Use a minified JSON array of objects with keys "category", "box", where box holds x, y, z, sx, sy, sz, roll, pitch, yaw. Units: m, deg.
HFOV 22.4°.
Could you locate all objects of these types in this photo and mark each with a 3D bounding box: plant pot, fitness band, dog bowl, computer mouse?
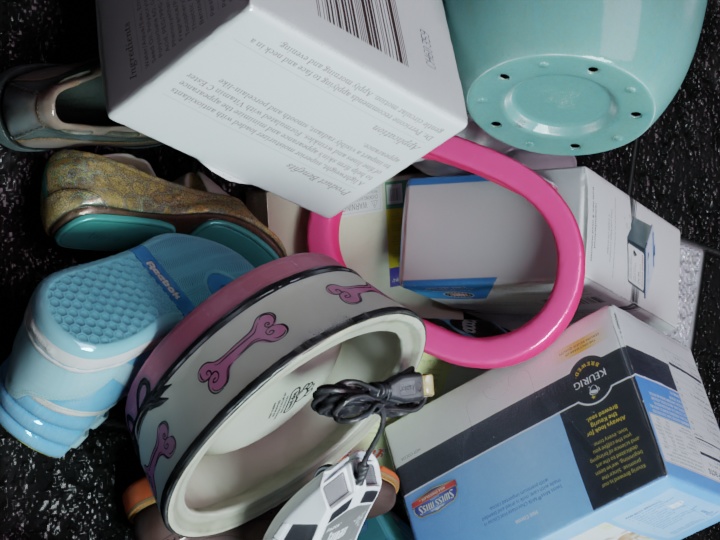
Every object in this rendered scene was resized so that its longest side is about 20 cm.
[{"category":"plant pot","box":[0.137,-0.176,1.204,0.200,0.199,0.162,33,54,-41]},{"category":"fitness band","box":[0.058,-0.017,1.237,0.145,0.199,0.037,-66,162,-2]},{"category":"dog bowl","box":[-0.058,0.071,1.116,0.199,0.074,0.201,-34,157,-17]},{"category":"computer mouse","box":[-0.024,0.142,1.131,0.109,0.044,0.201,-15,135,-57]}]

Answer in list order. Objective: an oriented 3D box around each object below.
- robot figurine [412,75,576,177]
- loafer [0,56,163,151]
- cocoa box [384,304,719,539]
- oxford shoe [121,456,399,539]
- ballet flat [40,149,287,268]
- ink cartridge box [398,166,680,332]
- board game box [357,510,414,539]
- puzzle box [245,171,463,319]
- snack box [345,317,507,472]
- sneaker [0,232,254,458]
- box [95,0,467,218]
[{"category":"robot figurine","box":[0.096,-0.133,1.356,0.199,0.113,0.170,-15,68,-44]},{"category":"loafer","box":[-0.141,-0.110,1.155,0.199,0.063,0.073,-18,105,-43]},{"category":"cocoa box","box":[0.142,0.138,1.268,0.133,0.199,0.132,24,43,-50]},{"category":"oxford shoe","box":[-0.060,0.171,1.213,0.198,0.071,0.073,-4,60,-26]},{"category":"ballet flat","box":[-0.126,-0.038,1.180,0.199,0.070,0.071,13,83,-46]},{"category":"ink cartridge box","box":[0.138,-0.010,1.348,0.200,0.145,0.087,20,71,-59]},{"category":"board game box","box":[0.051,0.257,1.272,0.047,0.200,0.151,-38,130,6]},{"category":"puzzle box","box":[0.000,0.000,1.328,0.199,0.025,0.135,-9,98,-45]},{"category":"snack box","box":[0.021,0.092,1.316,0.199,0.037,0.117,4,113,-45]},{"category":"sneaker","box":[-0.151,0.050,1.129,0.199,0.131,0.080,-10,56,-51]},{"category":"box","box":[-0.055,-0.170,1.140,0.198,0.130,0.202,23,46,-43]}]
